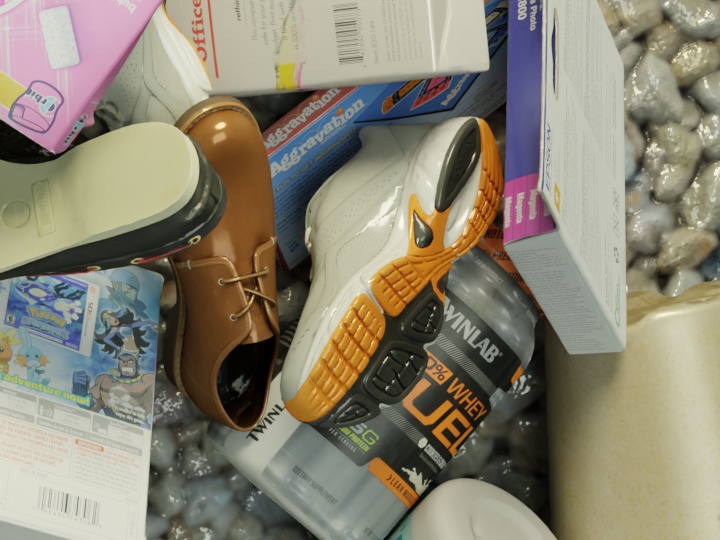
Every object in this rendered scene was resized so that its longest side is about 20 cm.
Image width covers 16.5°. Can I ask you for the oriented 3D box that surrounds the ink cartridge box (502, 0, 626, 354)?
[{"bbox_3d":[0.109,-0.081,1.385,0.200,0.043,0.197,54,34,-56],"label":"ink cartridge box"}]

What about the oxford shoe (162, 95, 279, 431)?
[{"bbox_3d":[-0.067,-0.001,1.342,0.071,0.071,0.200,-19,129,-23],"label":"oxford shoe"}]

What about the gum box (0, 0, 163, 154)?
[{"bbox_3d":[-0.191,-0.158,1.211,0.200,0.066,0.114,35,97,-18],"label":"gum box"}]

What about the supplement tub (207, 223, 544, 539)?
[{"bbox_3d":[0.016,0.058,1.441,0.123,0.123,0.200,42,84,-25],"label":"supplement tub"}]

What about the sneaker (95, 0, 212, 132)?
[{"bbox_3d":[-0.138,-0.115,1.315,0.092,0.076,0.200,-31,118,-39],"label":"sneaker"}]

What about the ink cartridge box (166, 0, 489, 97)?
[{"bbox_3d":[-0.036,-0.156,1.359,0.067,0.200,0.117,-13,99,-60],"label":"ink cartridge box"}]

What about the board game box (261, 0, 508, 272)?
[{"bbox_3d":[0.018,-0.091,1.438,0.200,0.019,0.103,-38,147,-11],"label":"board game box"}]

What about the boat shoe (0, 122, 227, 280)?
[{"bbox_3d":[-0.168,-0.026,1.282,0.201,0.063,0.074,-10,68,15],"label":"boat shoe"}]

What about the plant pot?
[{"bbox_3d":[0.191,0.106,1.501,0.200,0.200,0.184,-11,95,-20],"label":"plant pot"}]

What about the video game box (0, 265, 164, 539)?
[{"bbox_3d":[-0.207,0.057,1.334,0.200,0.047,0.182,19,55,-25],"label":"video game box"}]

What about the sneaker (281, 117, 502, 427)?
[{"bbox_3d":[0.000,0.000,1.356,0.200,0.092,0.076,-59,136,-29],"label":"sneaker"}]

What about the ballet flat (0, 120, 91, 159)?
[{"bbox_3d":[-0.199,-0.077,1.367,0.200,0.046,0.067,27,130,-21],"label":"ballet flat"}]

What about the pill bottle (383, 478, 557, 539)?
[{"bbox_3d":[0.027,0.222,1.460,0.111,0.111,0.200,29,119,-25],"label":"pill bottle"}]
